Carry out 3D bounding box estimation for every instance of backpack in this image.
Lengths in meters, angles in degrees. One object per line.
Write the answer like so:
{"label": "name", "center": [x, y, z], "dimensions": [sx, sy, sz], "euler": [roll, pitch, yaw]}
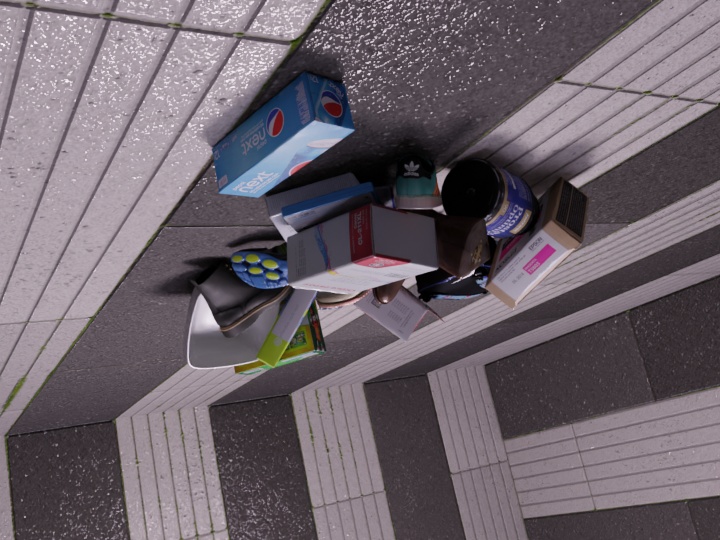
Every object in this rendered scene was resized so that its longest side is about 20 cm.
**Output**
{"label": "backpack", "center": [0.224, -0.016, 1.584], "dimensions": [0.181, 0.136, 0.199], "euler": [-25, 160, 37]}

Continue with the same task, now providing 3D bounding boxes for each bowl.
{"label": "bowl", "center": [-0.273, 0.097, 1.558], "dimensions": [0.198, 0.075, 0.202], "euler": [-4, 120, -37]}

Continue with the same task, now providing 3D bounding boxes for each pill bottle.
{"label": "pill bottle", "center": [0.227, -0.115, 1.278], "dimensions": [0.111, 0.113, 0.199], "euler": [-22, 162, 31]}

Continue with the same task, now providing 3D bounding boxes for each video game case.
{"label": "video game case", "center": [-0.033, -0.081, 1.205], "dimensions": [0.141, 0.018, 0.200], "euler": [-16, 164, 6]}

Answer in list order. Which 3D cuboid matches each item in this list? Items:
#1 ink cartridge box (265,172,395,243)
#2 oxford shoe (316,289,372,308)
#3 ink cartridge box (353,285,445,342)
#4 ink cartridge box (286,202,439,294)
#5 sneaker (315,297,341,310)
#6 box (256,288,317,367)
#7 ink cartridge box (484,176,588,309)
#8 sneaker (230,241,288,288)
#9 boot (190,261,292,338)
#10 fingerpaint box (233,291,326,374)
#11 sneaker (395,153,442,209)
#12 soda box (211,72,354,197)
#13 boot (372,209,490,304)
{"label": "ink cartridge box", "center": [-0.041, -0.098, 1.249], "dimensions": [0.197, 0.041, 0.200], "euler": [-14, 164, 1]}
{"label": "oxford shoe", "center": [0.000, 0.000, 1.360], "dimensions": [0.198, 0.071, 0.074], "euler": [-28, 123, 7]}
{"label": "ink cartridge box", "center": [0.071, 0.073, 1.569], "dimensions": [0.084, 0.175, 0.200], "euler": [-54, -174, 3]}
{"label": "ink cartridge box", "center": [-0.001, -0.028, 1.176], "dimensions": [0.145, 0.084, 0.199], "euler": [8, 162, -44]}
{"label": "sneaker", "center": [-0.041, 0.029, 1.597], "dimensions": [0.078, 0.097, 0.200], "euler": [-6, 163, -26]}
{"label": "box", "center": [-0.140, 0.093, 1.537], "dimensions": [0.047, 0.202, 0.122], "euler": [30, 180, -2]}
{"label": "ink cartridge box", "center": [0.327, -0.052, 1.405], "dimensions": [0.200, 0.075, 0.165], "euler": [-51, -174, 38]}
{"label": "sneaker", "center": [-0.136, -0.017, 1.379], "dimensions": [0.197, 0.072, 0.083], "euler": [-4, -153, -5]}
{"label": "boot", "center": [-0.216, 0.014, 1.454], "dimensions": [0.200, 0.139, 0.077], "euler": [-45, -148, -26]}
{"label": "fingerpaint box", "center": [-0.191, 0.124, 1.673], "dimensions": [0.198, 0.169, 0.073], "euler": [-19, 166, 17]}
{"label": "sneaker", "center": [0.091, -0.139, 1.171], "dimensions": [0.070, 0.081, 0.200], "euler": [2, -172, 7]}
{"label": "soda box", "center": [-0.100, -0.161, 0.935], "dimensions": [0.067, 0.065, 0.199], "euler": [3, 159, -45]}
{"label": "boot", "center": [0.111, -0.009, 1.201], "dimensions": [0.064, 0.189, 0.199], "euler": [9, -170, -40]}
